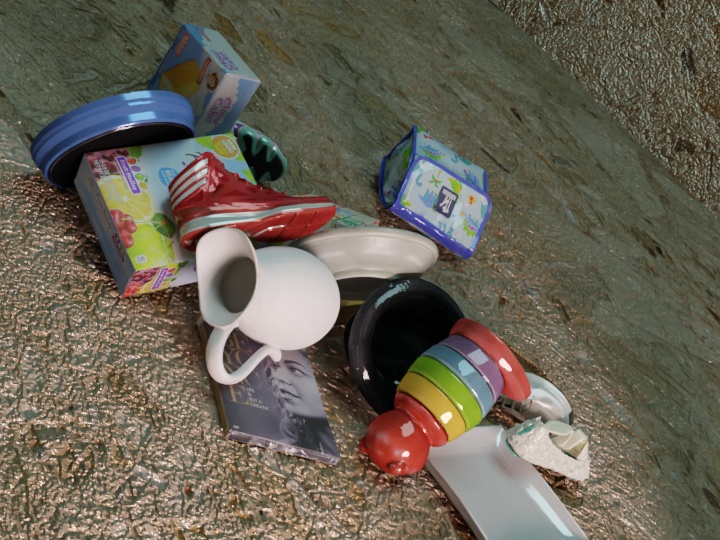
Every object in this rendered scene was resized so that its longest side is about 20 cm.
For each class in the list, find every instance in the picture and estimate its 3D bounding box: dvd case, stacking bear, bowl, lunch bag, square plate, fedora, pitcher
[{"bbox_3d":[-0.108,0.133,1.378,0.149,0.016,0.200,20,29,-32],"label":"dvd case"},{"bbox_3d":[0.088,0.161,1.407,0.121,0.200,0.114,32,-24,37],"label":"stacking bear"},{"bbox_3d":[-0.295,-0.154,1.438,0.201,0.201,0.039,-4,70,-54],"label":"bowl"},{"bbox_3d":[0.125,-0.126,2.020,0.170,0.127,0.200,30,38,-18],"label":"lunch bag"},{"bbox_3d":[0.168,0.275,1.473,0.198,0.028,0.200,6,38,-48],"label":"square plate"},{"bbox_3d":[0.048,0.103,1.508,0.200,0.201,0.092,18,-7,-35],"label":"fedora"},{"bbox_3d":[-0.110,0.051,1.375,0.121,0.172,0.200,5,-7,29],"label":"pitcher"}]

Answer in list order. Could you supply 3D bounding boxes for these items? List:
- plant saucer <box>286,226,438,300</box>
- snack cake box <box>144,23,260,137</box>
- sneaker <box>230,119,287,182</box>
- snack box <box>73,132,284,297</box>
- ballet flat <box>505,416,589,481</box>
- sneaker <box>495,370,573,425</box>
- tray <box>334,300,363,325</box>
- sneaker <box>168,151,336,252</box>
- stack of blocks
[{"bbox_3d":[0.000,0.000,1.507,0.200,0.200,0.050,14,65,-39],"label":"plant saucer"},{"bbox_3d":[-0.234,-0.216,1.605,0.067,0.200,0.115,3,41,-49],"label":"snack cake box"},{"bbox_3d":[-0.197,-0.218,1.804,0.200,0.078,0.140,29,26,-16],"label":"sneaker"},{"bbox_3d":[-0.216,-0.071,1.422,0.200,0.068,0.169,-13,66,-35],"label":"snack box"},{"bbox_3d":[0.267,0.236,1.585,0.200,0.072,0.072,24,25,-51],"label":"ballet flat"},{"bbox_3d":[0.192,0.179,1.643,0.200,0.076,0.115,33,32,12],"label":"sneaker"},{"bbox_3d":[-0.015,0.028,1.660,0.099,0.037,0.200,49,28,24],"label":"tray"},{"bbox_3d":[-0.129,-0.094,1.391,0.200,0.078,0.116,-8,67,-34],"label":"sneaker"},{"bbox_3d":[-0.066,-0.056,1.646,0.115,0.059,0.200,23,14,18],"label":"stack of blocks"}]
